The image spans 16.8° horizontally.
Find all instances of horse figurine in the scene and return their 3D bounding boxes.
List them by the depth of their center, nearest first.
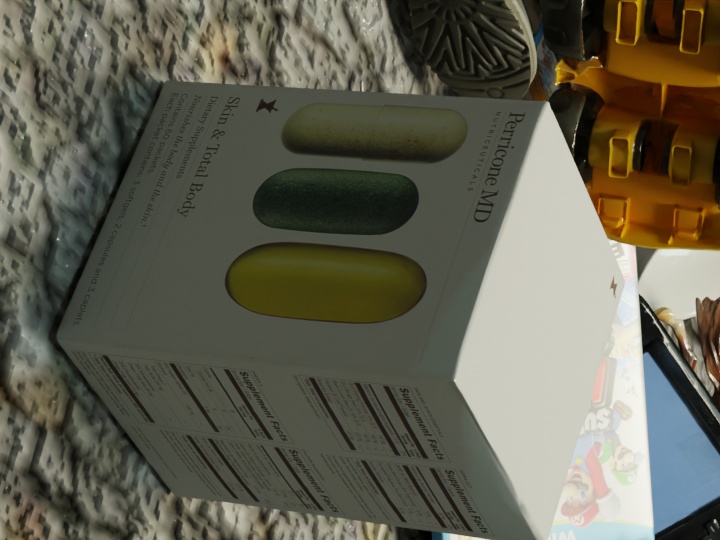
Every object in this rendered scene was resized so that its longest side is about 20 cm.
[{"bbox_3d":[0.171,0.102,1.579,0.133,0.200,0.050,57,0,-22],"label":"horse figurine"}]

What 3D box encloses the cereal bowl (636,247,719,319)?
[{"bbox_3d":[0.238,-0.059,1.582,0.083,0.200,0.200,58,14,24],"label":"cereal bowl"}]

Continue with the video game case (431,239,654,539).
[{"bbox_3d":[0.104,0.075,1.456,0.143,0.018,0.201,-7,96,-22],"label":"video game case"}]

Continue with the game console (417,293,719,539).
[{"bbox_3d":[0.148,0.145,1.501,0.200,0.176,0.116,54,15,-19],"label":"game console"}]

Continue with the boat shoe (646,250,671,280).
[{"bbox_3d":[0.167,0.001,1.661,0.073,0.062,0.201,29,58,-26],"label":"boat shoe"}]

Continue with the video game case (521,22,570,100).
[{"bbox_3d":[0.115,-0.082,1.552,0.200,0.018,0.143,-66,148,-33],"label":"video game case"}]

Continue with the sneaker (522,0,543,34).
[{"bbox_3d":[0.118,-0.197,1.480,0.201,0.084,0.073,-66,150,-30],"label":"sneaker"}]

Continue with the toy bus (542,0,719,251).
[{"bbox_3d":[0.189,-0.137,1.449,0.192,0.135,0.201,-57,152,-60],"label":"toy bus"}]

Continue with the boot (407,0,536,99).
[{"bbox_3d":[0.079,-0.222,1.413,0.182,0.072,0.200,66,32,-35],"label":"boot"}]

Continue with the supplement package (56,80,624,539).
[{"bbox_3d":[-0.004,0.018,1.140,0.151,0.199,0.152,60,43,-50],"label":"supplement package"}]

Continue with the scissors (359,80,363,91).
[{"bbox_3d":[0.000,0.000,1.354,0.073,0.014,0.201,-43,134,-51],"label":"scissors"}]
